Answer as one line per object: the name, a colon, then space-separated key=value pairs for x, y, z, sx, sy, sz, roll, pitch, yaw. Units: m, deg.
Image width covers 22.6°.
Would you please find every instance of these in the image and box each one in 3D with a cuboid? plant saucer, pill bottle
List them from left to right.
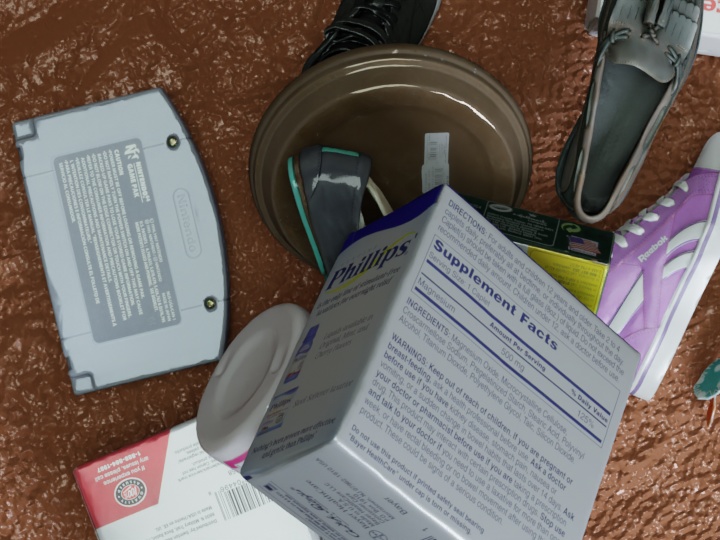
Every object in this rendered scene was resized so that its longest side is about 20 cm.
pill bottle: x=-0.001 y=0.119 z=1.198 sx=0.199 sy=0.113 sz=0.114 roll=35 pitch=91 yaw=-24
plant saucer: x=0.022 y=-0.064 z=1.235 sx=0.198 sy=0.030 sz=0.202 roll=-2 pitch=129 yaw=-3

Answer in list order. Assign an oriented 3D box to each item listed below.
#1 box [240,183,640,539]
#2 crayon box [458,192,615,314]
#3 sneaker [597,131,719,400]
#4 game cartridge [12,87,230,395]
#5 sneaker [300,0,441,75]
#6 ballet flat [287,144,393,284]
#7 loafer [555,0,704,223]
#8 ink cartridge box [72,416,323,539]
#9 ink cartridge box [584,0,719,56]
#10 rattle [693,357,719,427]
box: x=0.054 y=0.087 z=1.109 sx=0.184 sy=0.105 sz=0.201 roll=40 pitch=53 yaw=-20
crayon box: x=0.092 y=0.054 z=1.249 sx=0.126 sy=0.051 sz=0.202 roll=15 pitch=120 yaw=5
sneaker: x=0.195 y=-0.021 z=1.272 sx=0.113 sy=0.073 sz=0.202 roll=25 pitch=91 yaw=4
game cartridge: x=-0.165 y=-0.023 z=1.294 sx=0.132 sy=0.042 sz=0.202 roll=-13 pitch=90 yaw=-3
sneaker: x=0.012 y=-0.176 z=1.258 sx=0.070 sy=0.099 sz=0.202 roll=20 pitch=90 yaw=2
ballet flat: x=0.000 y=0.000 z=1.225 sx=0.072 sy=0.073 sz=0.202 roll=-11 pitch=127 yaw=1
loafer: x=0.184 y=-0.124 z=1.203 sx=0.071 sy=0.063 sz=0.202 roll=16 pitch=107 yaw=-1
ink cartridge box: x=-0.096 y=0.204 z=1.267 sx=0.143 sy=0.084 sz=0.202 roll=-21 pitch=87 yaw=1
ink cartridge box: x=0.245 y=-0.258 z=1.260 sx=0.144 sy=0.084 sz=0.202 roll=9 pitch=92 yaw=1
rattle: x=0.304 y=0.003 z=1.273 sx=0.199 sy=0.130 sz=0.144 roll=-31 pitch=78 yaw=27
